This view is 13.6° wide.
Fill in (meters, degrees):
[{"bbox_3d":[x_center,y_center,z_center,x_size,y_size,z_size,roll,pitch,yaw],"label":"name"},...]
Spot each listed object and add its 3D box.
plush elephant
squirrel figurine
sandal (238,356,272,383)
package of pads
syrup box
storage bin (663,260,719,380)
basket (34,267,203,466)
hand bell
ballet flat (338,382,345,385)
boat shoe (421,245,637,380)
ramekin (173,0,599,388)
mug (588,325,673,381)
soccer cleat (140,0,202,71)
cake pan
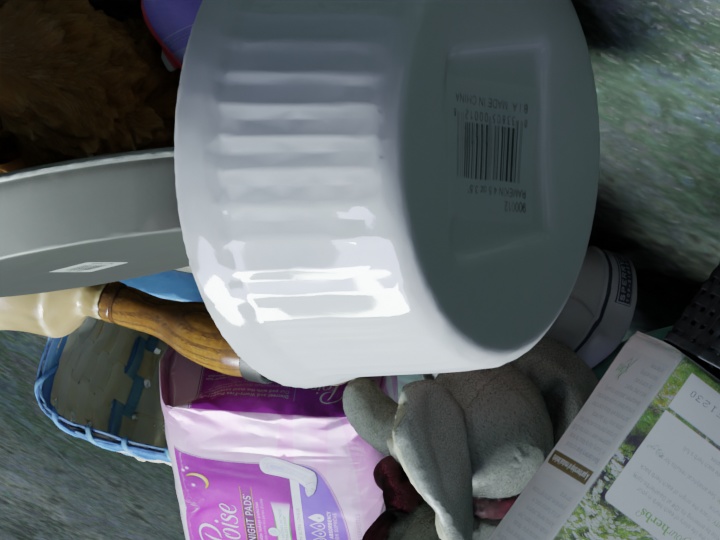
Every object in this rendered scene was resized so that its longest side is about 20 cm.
[{"bbox_3d":[0.041,0.111,1.455,0.199,0.156,0.164,-2,-179,36],"label":"plush elephant"},{"bbox_3d":[-0.156,-0.084,1.447,0.199,0.142,0.187,17,167,26],"label":"squirrel figurine"},{"bbox_3d":[-0.043,-0.045,1.306,0.045,0.201,0.075,1,160,7],"label":"sandal"},{"bbox_3d":[-0.037,0.118,1.602,0.120,0.076,0.201,2,134,9],"label":"package of pads"},{"bbox_3d":[0.104,0.134,1.341,0.079,0.200,0.081,36,179,-13],"label":"syrup box"},{"bbox_3d":[0.236,0.048,1.286,0.135,0.094,0.200,37,179,-22],"label":"storage bin"},{"bbox_3d":[-0.107,0.038,1.693,0.176,0.140,0.200,13,165,20],"label":"basket"},{"bbox_3d":[-0.118,0.018,1.535,0.199,0.104,0.104,18,161,24],"label":"hand bell"},{"bbox_3d":[0.000,0.000,1.431,0.067,0.068,0.200,-12,164,-3],"label":"ballet flat"},{"bbox_3d":[0.065,0.044,1.550,0.065,0.074,0.200,14,139,-25],"label":"boat shoe"},{"bbox_3d":[0.019,-0.051,1.239,0.097,0.201,0.200,1,152,32],"label":"ramekin"},{"bbox_3d":[0.194,0.109,1.510,0.184,0.115,0.152,-20,140,29],"label":"mug"},{"bbox_3d":[-0.004,-0.090,1.379,0.200,0.067,0.077,32,130,-8],"label":"soccer cleat"},{"bbox_3d":[-0.128,-0.020,1.402,0.199,0.037,0.200,-10,175,-1],"label":"cake pan"}]
